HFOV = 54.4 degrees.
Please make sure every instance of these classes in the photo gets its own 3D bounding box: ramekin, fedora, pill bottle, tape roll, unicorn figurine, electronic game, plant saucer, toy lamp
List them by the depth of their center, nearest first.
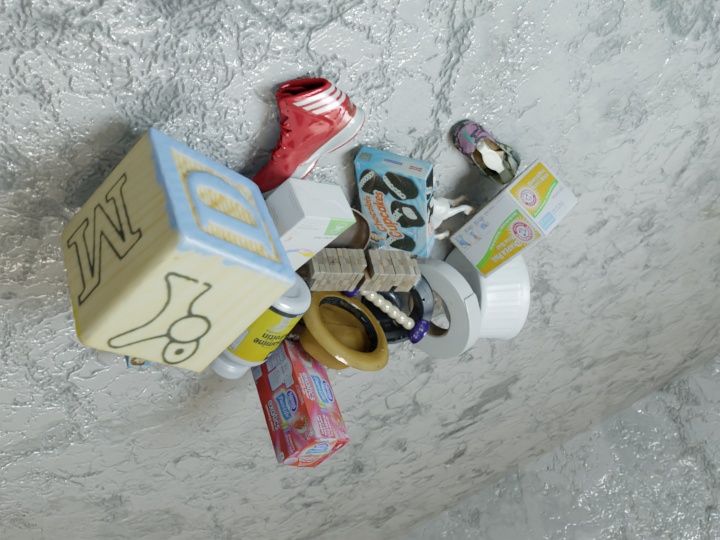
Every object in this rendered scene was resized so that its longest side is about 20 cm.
[{"bbox_3d":[-0.081,-0.054,1.155,0.198,0.032,0.201,-11,149,-7],"label":"plant saucer"},{"bbox_3d":[-0.177,0.087,1.167,0.111,0.112,0.200,11,129,-43],"label":"pill bottle"},{"bbox_3d":[0.126,-0.103,1.219,0.136,0.074,0.201,-9,140,-33],"label":"unicorn figurine"},{"bbox_3d":[-0.041,0.116,1.236,0.200,0.202,0.082,15,130,-46],"label":"fedora"},{"bbox_3d":[0.035,0.058,1.270,0.200,0.058,0.058,39,115,-15],"label":"toy lamp"},{"bbox_3d":[0.040,0.060,1.329,0.198,0.042,0.201,5,124,7],"label":"electronic game"},{"bbox_3d":[0.143,0.074,1.354,0.037,0.203,0.204,-27,152,-38],"label":"tape roll"},{"bbox_3d":[0.238,0.039,1.384,0.097,0.201,0.201,-3,140,-20],"label":"ramekin"}]

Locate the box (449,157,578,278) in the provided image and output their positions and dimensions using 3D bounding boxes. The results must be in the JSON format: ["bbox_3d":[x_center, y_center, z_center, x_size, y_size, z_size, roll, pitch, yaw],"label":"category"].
[{"bbox_3d":[0.263,-0.087,1.224,0.112,0.101,0.200,-41,178,-30],"label":"box"}]

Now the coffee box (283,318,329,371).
[{"bbox_3d":[-0.111,0.126,1.352,0.114,0.080,0.199,-41,144,19],"label":"coffee box"}]

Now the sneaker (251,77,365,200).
[{"bbox_3d":[-0.102,-0.191,0.966,0.200,0.079,0.115,-38,128,15],"label":"sneaker"}]

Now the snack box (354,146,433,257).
[{"bbox_3d":[0.058,-0.106,1.128,0.201,0.115,0.037,80,32,-55],"label":"snack box"}]

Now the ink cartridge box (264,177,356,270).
[{"bbox_3d":[-0.118,-0.047,1.031,0.200,0.068,0.117,-37,159,32],"label":"ink cartridge box"}]

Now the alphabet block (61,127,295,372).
[{"bbox_3d":[-0.234,-0.018,0.890,0.200,0.197,0.195,-41,140,19],"label":"alphabet block"}]

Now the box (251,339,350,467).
[{"bbox_3d":[-0.109,0.237,1.247,0.100,0.201,0.095,-40,143,23],"label":"box"}]

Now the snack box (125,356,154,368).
[{"bbox_3d":[-0.313,0.079,1.122,0.115,0.037,0.201,-8,143,-27],"label":"snack box"}]

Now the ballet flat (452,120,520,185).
[{"bbox_3d":[0.224,-0.185,1.180,0.069,0.071,0.199,-43,144,18],"label":"ballet flat"}]

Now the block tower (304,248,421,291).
[{"bbox_3d":[0.000,0.000,1.197,0.198,0.054,0.058,3,143,-27],"label":"block tower"}]
